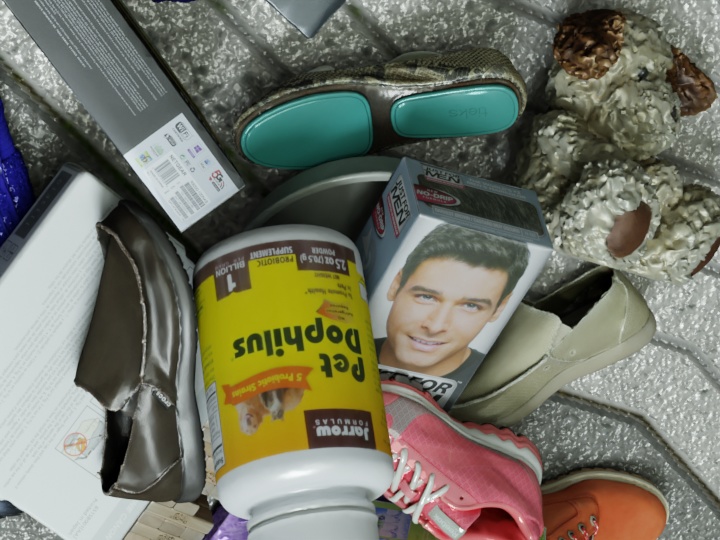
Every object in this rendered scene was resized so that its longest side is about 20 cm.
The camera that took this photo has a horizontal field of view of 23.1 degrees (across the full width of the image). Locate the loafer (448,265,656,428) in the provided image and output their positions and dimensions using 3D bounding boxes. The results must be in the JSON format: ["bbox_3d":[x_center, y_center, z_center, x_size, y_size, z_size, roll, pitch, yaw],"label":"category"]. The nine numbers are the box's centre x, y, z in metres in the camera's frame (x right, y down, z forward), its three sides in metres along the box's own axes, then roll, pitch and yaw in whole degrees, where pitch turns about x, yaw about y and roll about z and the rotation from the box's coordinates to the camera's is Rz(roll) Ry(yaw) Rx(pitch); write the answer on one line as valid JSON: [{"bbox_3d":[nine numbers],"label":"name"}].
[{"bbox_3d":[0.119,0.055,1.281,0.199,0.076,0.069,-28,115,-14],"label":"loafer"}]

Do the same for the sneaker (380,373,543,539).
[{"bbox_3d":[0.046,0.133,1.170,0.199,0.087,0.074,20,127,-26],"label":"sneaker"}]

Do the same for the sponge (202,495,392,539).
[{"bbox_3d":[-0.044,0.181,1.286,0.111,0.030,0.200,27,112,-22],"label":"sponge"}]

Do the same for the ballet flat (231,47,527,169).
[{"bbox_3d":[0.010,-0.114,1.179,0.199,0.075,0.068,-10,130,-6],"label":"ballet flat"}]

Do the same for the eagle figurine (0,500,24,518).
[{"bbox_3d":[-0.326,0.116,1.162,0.199,0.151,0.152,-16,163,-41],"label":"eagle figurine"}]

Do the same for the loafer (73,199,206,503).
[{"bbox_3d":[-0.141,0.057,1.091,0.071,0.073,0.201,-13,106,-24],"label":"loafer"}]

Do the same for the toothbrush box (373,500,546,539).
[{"bbox_3d":[0.023,0.246,1.238,0.199,0.086,0.146,7,120,5],"label":"toothbrush box"}]

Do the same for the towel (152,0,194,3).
[{"bbox_3d":[-0.088,-0.278,1.104,0.147,0.050,0.201,-13,115,-3],"label":"towel"}]

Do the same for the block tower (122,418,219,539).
[{"bbox_3d":[-0.122,0.146,1.235,0.054,0.058,0.200,25,113,-26],"label":"block tower"}]

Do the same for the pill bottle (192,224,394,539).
[{"bbox_3d":[-0.040,0.081,1.080,0.109,0.109,0.201,-4,68,-15],"label":"pill bottle"}]

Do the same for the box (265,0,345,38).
[{"bbox_3d":[-0.085,-0.240,1.016,0.079,0.141,0.200,-44,113,11],"label":"box"}]

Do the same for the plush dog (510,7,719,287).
[{"bbox_3d":[0.167,-0.094,1.211,0.200,0.160,0.173,12,95,-57],"label":"plush dog"}]

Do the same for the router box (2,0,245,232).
[{"bbox_3d":[-0.158,-0.136,1.075,0.052,0.157,0.200,-35,117,0],"label":"router box"}]

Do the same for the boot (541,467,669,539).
[{"bbox_3d":[0.153,0.206,1.329,0.199,0.107,0.075,-4,110,-16],"label":"boot"}]

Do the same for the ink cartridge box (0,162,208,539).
[{"bbox_3d":[-0.179,0.061,1.139,0.173,0.044,0.200,40,82,-29],"label":"ink cartridge box"}]

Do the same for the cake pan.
[{"bbox_3d":[0.000,0.000,1.206,0.199,0.037,0.201,-6,133,-6],"label":"cake pan"}]

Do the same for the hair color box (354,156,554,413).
[{"bbox_3d":[0.035,0.027,1.171,0.098,0.061,0.200,13,128,-22],"label":"hair color box"}]

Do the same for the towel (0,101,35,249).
[{"bbox_3d":[-0.293,-0.077,1.111,0.147,0.050,0.201,-18,115,-10],"label":"towel"}]
